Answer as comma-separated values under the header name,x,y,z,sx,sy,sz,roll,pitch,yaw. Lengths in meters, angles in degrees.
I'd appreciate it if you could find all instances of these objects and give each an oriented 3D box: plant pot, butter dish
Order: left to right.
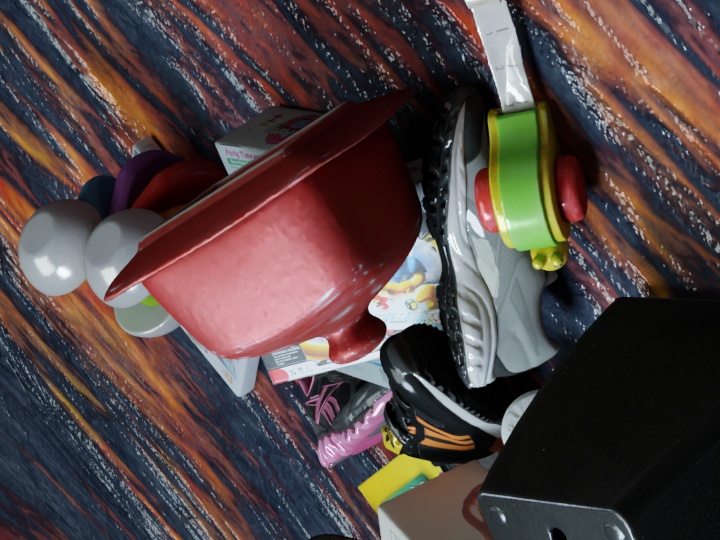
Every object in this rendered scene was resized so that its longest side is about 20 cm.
name,x,y,z,sx,sy,sz,roll,pitch,yaw
butter dish,-0.035,-0.007,1.500,0.200,0.199,0.148,-30,95,27
plant pot,0.192,0.147,1.346,0.200,0.177,0.200,1,120,54

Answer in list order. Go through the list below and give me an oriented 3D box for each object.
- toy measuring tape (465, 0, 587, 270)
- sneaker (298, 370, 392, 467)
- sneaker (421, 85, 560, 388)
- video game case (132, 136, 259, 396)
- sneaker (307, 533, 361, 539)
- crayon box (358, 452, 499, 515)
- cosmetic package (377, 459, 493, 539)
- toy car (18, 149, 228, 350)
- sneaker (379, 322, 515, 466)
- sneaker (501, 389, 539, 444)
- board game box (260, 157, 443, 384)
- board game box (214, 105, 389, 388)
name,x,y,z,sx,sy,sz,roll,pitch,yaw
toy measuring tape,0.097,-0.078,1.408,0.074,0.073,0.200,28,145,49
sneaker,-0.004,0.093,1.831,0.096,0.079,0.200,67,156,8
sneaker,0.086,-0.025,1.512,0.074,0.079,0.201,-128,29,-75
video game case,-0.149,0.000,2.045,0.182,0.023,0.200,49,155,19
sneaker,0.019,0.235,1.799,0.199,0.076,0.114,28,142,45
crayon box,0.098,0.219,1.788,0.200,0.058,0.173,55,157,5
cosmetic package,0.100,0.230,1.554,0.200,0.087,0.104,43,151,49
toy car,-0.170,-0.027,1.898,0.200,0.150,0.175,8,166,42
sneaker,0.047,0.101,1.597,0.200,0.090,0.070,32,-150,-60
sneaker,0.187,0.152,1.549,0.200,0.077,0.082,44,-174,14
board game box,0.000,0.000,1.615,0.200,0.035,0.127,-16,108,30
board game box,-0.015,-0.017,1.716,0.147,0.064,0.200,15,133,56
